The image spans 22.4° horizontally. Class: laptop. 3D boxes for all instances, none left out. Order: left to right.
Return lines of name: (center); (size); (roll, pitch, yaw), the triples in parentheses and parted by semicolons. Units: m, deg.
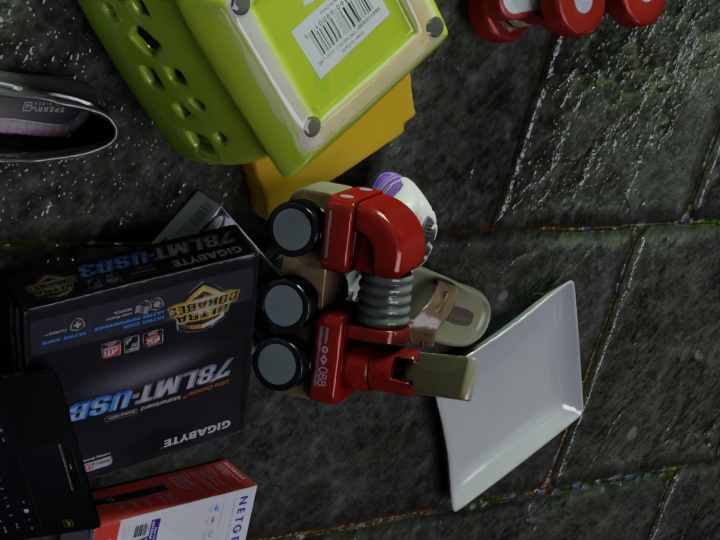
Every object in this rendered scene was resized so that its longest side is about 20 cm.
laptop: (-0.314, 0.185, 1.396); (0.199, 0.104, 0.178); (-8, 130, -1)

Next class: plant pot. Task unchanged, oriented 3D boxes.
plant pot: (-0.064, -0.194, 1.313); (0.200, 0.181, 0.200); (-43, 126, -17)

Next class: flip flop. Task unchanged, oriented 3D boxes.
flip flop: (0.067, 0.043, 1.731); (0.199, 0.057, 0.081); (15, 105, -49)

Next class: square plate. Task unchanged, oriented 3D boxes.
square plate: (0.153, 0.128, 1.900); (0.198, 0.028, 0.201); (-33, 135, -25)

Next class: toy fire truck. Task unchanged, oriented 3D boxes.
toy fire truck: (0.019, 0.031, 1.489); (0.129, 0.199, 0.177); (-24, 123, -68)
toy fire truck: (0.175, -0.291, 1.595); (0.199, 0.112, 0.169); (-14, 101, -40)

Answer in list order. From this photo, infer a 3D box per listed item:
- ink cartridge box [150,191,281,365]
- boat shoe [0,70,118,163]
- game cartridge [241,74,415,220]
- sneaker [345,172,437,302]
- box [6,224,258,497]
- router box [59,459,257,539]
ink cartridge box: (-0.114, 0.027, 1.552); (0.100, 0.039, 0.200); (-50, 141, -8)
boat shoe: (-0.261, -0.109, 1.293); (0.199, 0.057, 0.067); (-6, 120, -43)
game cartridge: (-0.036, -0.163, 1.512); (0.176, 0.032, 0.201); (-34, 138, -25)
sneaker: (0.000, 0.000, 1.626); (0.080, 0.084, 0.200); (17, 119, -34)
box: (-0.183, 0.073, 1.465); (0.199, 0.050, 0.199); (-14, 131, -25)
router box: (-0.193, 0.281, 1.634); (0.179, 0.049, 0.201); (-10, 122, -42)
